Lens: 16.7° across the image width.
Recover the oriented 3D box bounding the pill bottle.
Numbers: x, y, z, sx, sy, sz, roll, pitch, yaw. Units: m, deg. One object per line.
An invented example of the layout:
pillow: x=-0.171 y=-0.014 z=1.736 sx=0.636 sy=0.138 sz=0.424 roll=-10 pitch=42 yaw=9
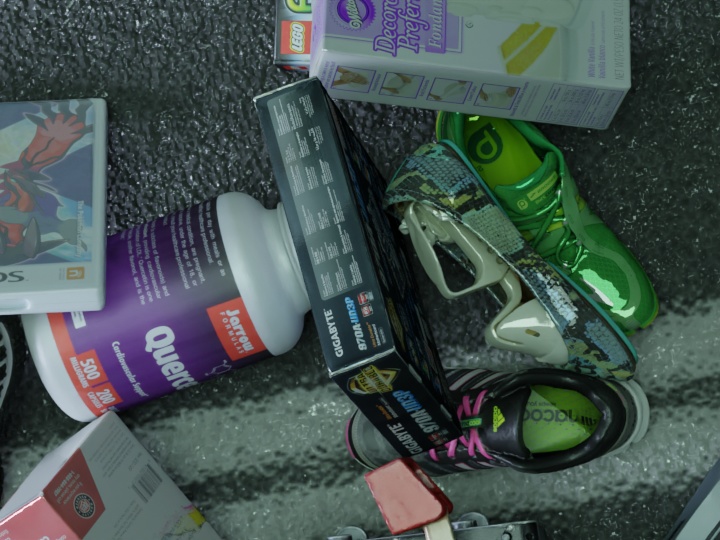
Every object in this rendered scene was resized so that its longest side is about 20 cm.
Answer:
pill bottle: x=-0.115 y=0.019 z=1.607 sx=0.200 sy=0.112 sz=0.113 roll=-20 pitch=83 yaw=8

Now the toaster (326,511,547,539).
toaster: x=0.043 y=0.258 z=1.563 sx=0.181 sy=0.119 sz=0.200 roll=-8 pitch=85 yaw=9

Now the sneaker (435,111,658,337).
sneaker: x=0.114 y=-0.035 z=1.588 sx=0.074 sy=0.084 sz=0.200 roll=-39 pitch=82 yaw=0

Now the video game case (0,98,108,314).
video game case: x=-0.257 y=-0.042 z=1.597 sx=0.182 sy=0.023 sz=0.200 roll=-3 pitch=41 yaw=-3

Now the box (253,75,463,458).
box: x=0.000 y=0.000 z=1.531 sx=0.046 sy=0.159 sz=0.200 roll=-21 pitch=63 yaw=9

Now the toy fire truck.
toy fire truck: x=0.022 y=0.229 z=1.483 sx=0.141 sy=0.049 sz=0.200 roll=-30 pitch=83 yaw=5

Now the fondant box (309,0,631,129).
fondant box: x=0.070 y=-0.176 z=1.567 sx=0.200 sy=0.058 sz=0.144 roll=6 pitch=64 yaw=-8

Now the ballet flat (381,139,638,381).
ballet flat: x=0.088 y=0.009 z=1.552 sx=0.074 sy=0.074 sz=0.200 roll=-43 pitch=85 yaw=4

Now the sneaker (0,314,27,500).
sneaker: x=-0.276 y=0.094 z=1.615 sx=0.080 sy=0.074 sz=0.200 roll=29 pitch=124 yaw=19

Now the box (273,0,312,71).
box: x=0.000 y=-0.234 z=1.644 sx=0.110 sy=0.035 sz=0.200 roll=1 pitch=86 yaw=9

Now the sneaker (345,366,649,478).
sneaker: x=0.085 y=0.097 z=1.582 sx=0.200 sy=0.087 sz=0.074 roll=-4 pitch=86 yaw=9

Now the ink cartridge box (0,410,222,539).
ink cartridge box: x=-0.139 y=0.204 z=1.576 sx=0.067 sy=0.116 sz=0.200 roll=-35 pitch=100 yaw=29

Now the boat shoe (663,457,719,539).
boat shoe: x=0.210 y=0.210 z=1.559 sx=0.068 sy=0.074 sz=0.199 roll=36 pitch=72 yaw=2
